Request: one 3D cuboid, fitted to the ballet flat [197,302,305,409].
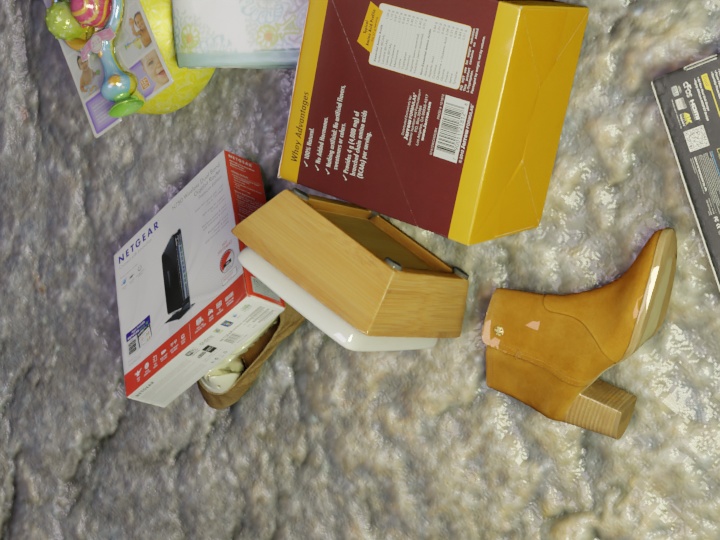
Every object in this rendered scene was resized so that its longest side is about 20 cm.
[{"bbox_3d":[-0.122,0.077,1.314,0.200,0.072,0.068,-44,75,31],"label":"ballet flat"}]

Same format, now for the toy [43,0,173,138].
[{"bbox_3d":[-0.263,-0.241,1.239,0.115,0.047,0.201,-29,82,32],"label":"toy"}]

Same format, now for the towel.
[{"bbox_3d":[-0.088,-0.276,1.226,0.199,0.048,0.172,2,98,20],"label":"towel"}]

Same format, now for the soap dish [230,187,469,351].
[{"bbox_3d":[0.000,0.000,1.148,0.157,0.200,0.081,37,103,23],"label":"soap dish"}]

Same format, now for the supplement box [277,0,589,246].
[{"bbox_3d":[0.060,-0.150,1.115,0.199,0.133,0.198,21,110,30],"label":"supplement box"}]

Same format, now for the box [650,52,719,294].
[{"bbox_3d":[0.330,-0.082,0.995,0.159,0.049,0.201,-20,86,32],"label":"box"}]

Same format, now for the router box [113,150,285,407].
[{"bbox_3d":[-0.167,0.010,1.300,0.200,0.049,0.180,-39,48,32],"label":"router box"}]

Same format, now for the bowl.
[{"bbox_3d":[-0.247,-0.257,1.320,0.199,0.108,0.201,6,101,33],"label":"bowl"}]

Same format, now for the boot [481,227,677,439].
[{"bbox_3d":[0.178,0.037,1.103,0.144,0.071,0.202,24,116,26],"label":"boot"}]
